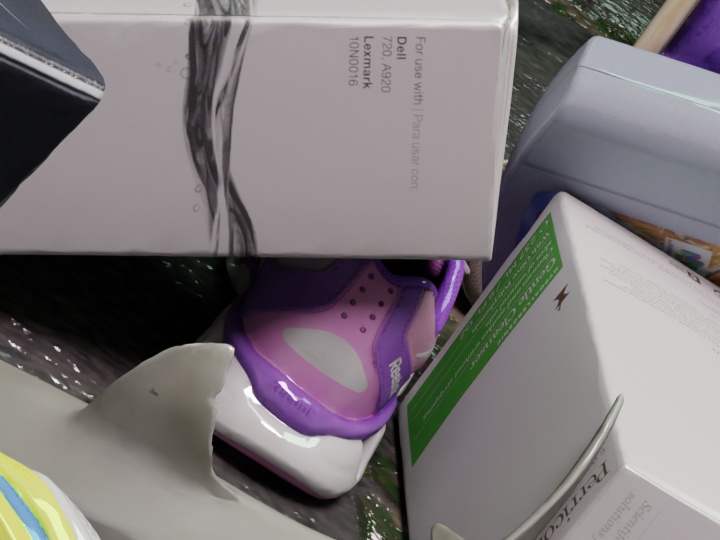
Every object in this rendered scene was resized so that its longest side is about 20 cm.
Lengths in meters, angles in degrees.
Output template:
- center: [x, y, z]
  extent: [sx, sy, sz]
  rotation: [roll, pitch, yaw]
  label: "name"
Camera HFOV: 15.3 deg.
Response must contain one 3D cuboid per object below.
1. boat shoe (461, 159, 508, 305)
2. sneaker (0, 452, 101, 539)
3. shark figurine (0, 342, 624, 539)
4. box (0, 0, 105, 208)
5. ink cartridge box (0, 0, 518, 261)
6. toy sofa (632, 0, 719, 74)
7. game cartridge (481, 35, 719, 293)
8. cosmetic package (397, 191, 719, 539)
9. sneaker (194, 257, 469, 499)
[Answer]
- center: [0.104, -0.014, 1.142]
  extent: [0.200, 0.075, 0.073]
  rotation: [14, 29, -49]
  label: "boat shoe"
- center: [-0.082, 0.103, 0.561]
  extent: [0.200, 0.076, 0.105]
  rotation: [41, 21, 12]
  label: "sneaker"
- center: [-0.031, 0.054, 0.697]
  extent: [0.214, 0.090, 0.128]
  rotation: [15, 29, -13]
  label: "shark figurine"
- center: [-0.193, -0.085, 0.575]
  extent: [0.197, 0.124, 0.200]
  rotation: [51, 12, 24]
  label: "box"
- center: [-0.055, -0.067, 0.850]
  extent: [0.200, 0.084, 0.146]
  rotation: [2, 24, -1]
  label: "ink cartridge box"
- center: [0.254, -0.093, 1.557]
  extent: [0.200, 0.083, 0.098]
  rotation: [39, 18, 8]
  label: "toy sofa"
- center: [0.111, -0.001, 0.964]
  extent: [0.133, 0.200, 0.042]
  rotation: [15, 59, 6]
  label: "game cartridge"
- center: [0.076, 0.071, 0.851]
  extent: [0.085, 0.108, 0.200]
  rotation: [31, 19, -13]
  label: "cosmetic package"
- center: [0.000, 0.000, 0.916]
  extent: [0.080, 0.089, 0.200]
  rotation: [32, 19, -6]
  label: "sneaker"
